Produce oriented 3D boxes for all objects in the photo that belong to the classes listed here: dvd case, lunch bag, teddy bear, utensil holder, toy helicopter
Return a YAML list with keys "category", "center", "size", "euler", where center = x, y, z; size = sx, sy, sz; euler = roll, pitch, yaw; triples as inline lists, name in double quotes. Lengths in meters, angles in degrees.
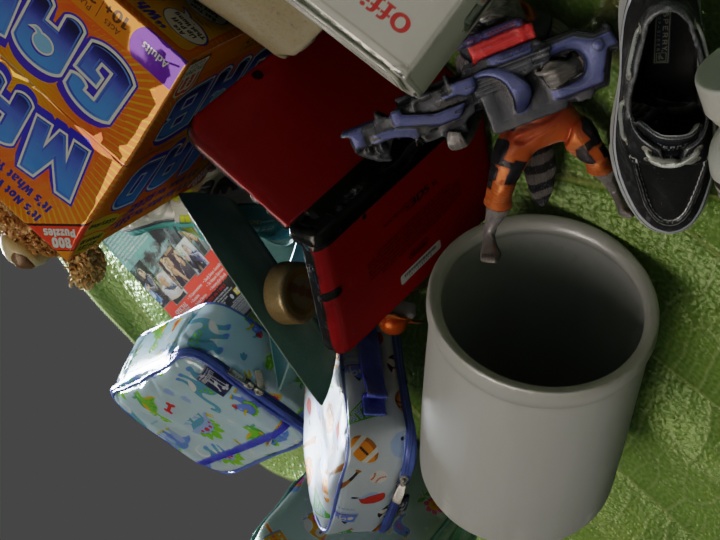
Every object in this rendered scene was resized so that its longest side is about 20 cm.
- category: "dvd case"
  center: [-0.178, -0.024, 1.755]
  size: [0.200, 0.022, 0.146]
  euler: [46, 145, 0]
- category: "lunch bag"
  center: [-0.129, 0.114, 1.769]
  size: [0.160, 0.083, 0.200]
  euler: [37, 149, -19]
- category: "lunch bag"
  center: [0.000, 0.113, 1.570]
  size: [0.075, 0.201, 0.161]
  euler: [1, 141, -13]
- category: "teddy bear"
  center: [-0.271, -0.041, 1.536]
  size: [0.145, 0.067, 0.200]
  euler: [54, 170, -35]
- category: "utensil holder"
  center: [0.128, 0.087, 1.427]
  size: [0.169, 0.170, 0.201]
  euler: [29, 144, 22]
- category: "toy helicopter"
  center: [0.000, 0.000, 1.441]
  size: [0.079, 0.199, 0.133]
  euler: [1, 110, 42]
- category: "lunch bag"
  center: [0.006, 0.240, 1.668]
  size: [0.160, 0.200, 0.077]
  euler: [23, 141, 26]

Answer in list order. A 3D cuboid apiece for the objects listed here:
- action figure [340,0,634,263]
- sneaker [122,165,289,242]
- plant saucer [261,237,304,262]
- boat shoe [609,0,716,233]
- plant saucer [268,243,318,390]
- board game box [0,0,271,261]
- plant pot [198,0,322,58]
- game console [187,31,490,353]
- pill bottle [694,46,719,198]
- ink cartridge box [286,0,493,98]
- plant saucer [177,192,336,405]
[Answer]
- category: "action figure"
  center: [0.090, -0.108, 1.321]
  size: [0.198, 0.105, 0.195]
  euler: [-13, 114, 8]
- category: "sneaker"
  center: [-0.134, -0.046, 1.602]
  size: [0.199, 0.078, 0.080]
  euler: [-3, 131, 47]
- category: "plant saucer"
  center: [-0.071, -0.053, 1.614]
  size: [0.199, 0.027, 0.201]
  euler: [26, 140, 25]
- category: "boat shoe"
  center: [0.201, -0.098, 1.238]
  size: [0.071, 0.068, 0.201]
  euler: [-2, 127, 3]
- category: "plant saucer"
  center: [-0.047, 0.020, 1.593]
  size: [0.200, 0.019, 0.070]
  euler: [110, 154, -52]
- category: "board game box"
  center: [-0.197, -0.171, 1.429]
  size: [0.200, 0.200, 0.200]
  euler: [41, 122, 7]
- category: "plant pot"
  center: [-0.076, -0.254, 1.306]
  size: [0.183, 0.201, 0.200]
  euler: [41, 146, -13]
- category: "game console"
  center: [-0.009, -0.072, 1.382]
  size: [0.118, 0.200, 0.173]
  euler: [22, 140, 34]
- category: "pill bottle"
  center: [0.284, -0.048, 1.178]
  size: [0.116, 0.116, 0.201]
  euler: [0, 123, 45]
- category: "ink cartridge box"
  center: [0.036, -0.231, 1.180]
  size: [0.145, 0.200, 0.085]
  euler: [38, -178, 11]
- category: "plant saucer"
  center: [-0.073, 0.013, 1.483]
  size: [0.201, 0.036, 0.200]
  euler: [56, 178, 2]
